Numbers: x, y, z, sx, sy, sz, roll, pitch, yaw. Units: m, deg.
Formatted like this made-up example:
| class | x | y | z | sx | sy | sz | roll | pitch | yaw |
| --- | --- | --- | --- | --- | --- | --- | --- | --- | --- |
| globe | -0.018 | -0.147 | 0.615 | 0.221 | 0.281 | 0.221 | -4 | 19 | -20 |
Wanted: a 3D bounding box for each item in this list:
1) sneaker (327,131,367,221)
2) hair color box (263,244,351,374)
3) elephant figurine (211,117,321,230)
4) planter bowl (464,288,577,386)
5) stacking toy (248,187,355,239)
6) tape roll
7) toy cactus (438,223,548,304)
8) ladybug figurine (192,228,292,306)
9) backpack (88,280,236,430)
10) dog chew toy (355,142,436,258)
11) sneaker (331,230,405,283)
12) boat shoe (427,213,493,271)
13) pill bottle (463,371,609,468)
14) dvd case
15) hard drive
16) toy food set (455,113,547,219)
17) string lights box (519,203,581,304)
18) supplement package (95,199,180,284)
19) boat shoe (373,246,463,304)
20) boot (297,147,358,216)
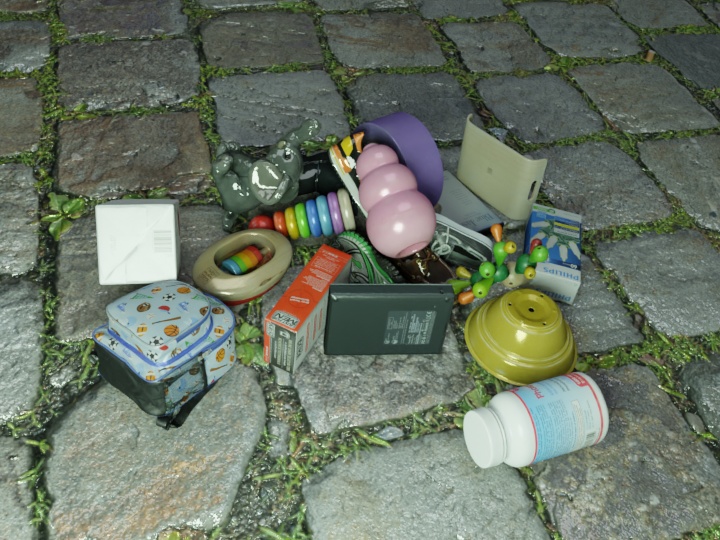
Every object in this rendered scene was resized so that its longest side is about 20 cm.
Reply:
| class | x | y | z | sx | sy | sz | roll | pitch | yaw |
| --- | --- | --- | --- | --- | --- | --- | --- | --- | --- |
| sneaker | 0.023 | -0.161 | 1.415 | 0.089 | 0.201 | 0.070 | -31 | 22 | 10 |
| hair color box | -0.085 | 0.060 | 1.255 | 0.060 | 0.103 | 0.201 | 21 | 44 | 13 |
| elephant figurine | -0.165 | -0.178 | 1.414 | 0.196 | 0.157 | 0.143 | 1 | 45 | 16 |
| planter bowl | 0.280 | 0.092 | 1.292 | 0.196 | 0.084 | 0.203 | 4 | 43 | -4 |
| stacking toy | -0.110 | -0.089 | 1.418 | 0.196 | 0.086 | 0.086 | -14 | 45 | -1 |
| tape roll | 0.064 | -0.195 | 1.476 | 0.084 | 0.203 | 0.200 | -23 | 51 | -31 |
| toy cactus | 0.237 | -0.002 | 1.305 | 0.164 | 0.199 | 0.104 | 9 | 53 | -53 |
| ladybug figurine | -0.204 | 0.001 | 1.319 | 0.198 | 0.073 | 0.135 | -30 | 55 | -35 |
| backpack | -0.283 | 0.105 | 1.149 | 0.198 | 0.156 | 0.189 | 32 | 37 | 28 |
| dog chew toy | 0.052 | -0.127 | 1.327 | 0.122 | 0.125 | 0.203 | -16 | 75 | -24 |
| sneaker | 0.000 | 0.000 | 1.351 | 0.085 | 0.078 | 0.200 | -39 | 43 | -7 |
| boat shoe | 0.154 | -0.048 | 1.423 | 0.196 | 0.074 | 0.069 | 24 | 49 | -13 |
| pill bottle | 0.256 | 0.224 | 1.129 | 0.196 | 0.110 | 0.110 | -11 | 45 | -20 |
| dvd case | 0.178 | -0.129 | 1.559 | 0.141 | 0.018 | 0.201 | -19 | 50 | -27 |
| hard drive | 0.042 | 0.081 | 1.223 | 0.195 | 0.141 | 0.033 | 0 | 43 | -9 |
| toy food set | 0.283 | -0.214 | 1.573 | 0.060 | 0.145 | 0.199 | -28 | 53 | -33 |
| string lights box | 0.363 | -0.034 | 1.457 | 0.101 | 0.060 | 0.202 | 14 | 43 | 4 |
| supplement package | -0.356 | -0.053 | 1.251 | 0.117 | 0.124 | 0.200 | -2 | 8 | -11 |
| boat shoe | 0.102 | -0.013 | 1.382 | 0.198 | 0.071 | 0.070 | 33 | 59 | 23 |
| boot | -0.103 | -0.168 | 1.517 | 0.159 | 0.074 | 0.200 | -10 | 47 | -15 |
